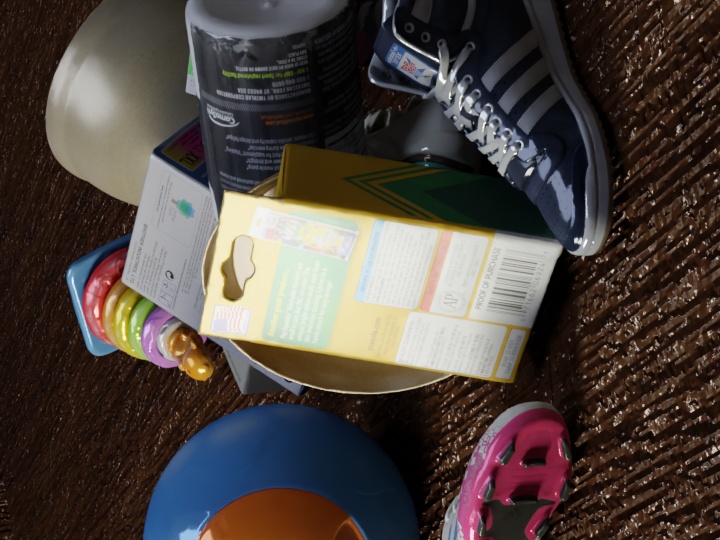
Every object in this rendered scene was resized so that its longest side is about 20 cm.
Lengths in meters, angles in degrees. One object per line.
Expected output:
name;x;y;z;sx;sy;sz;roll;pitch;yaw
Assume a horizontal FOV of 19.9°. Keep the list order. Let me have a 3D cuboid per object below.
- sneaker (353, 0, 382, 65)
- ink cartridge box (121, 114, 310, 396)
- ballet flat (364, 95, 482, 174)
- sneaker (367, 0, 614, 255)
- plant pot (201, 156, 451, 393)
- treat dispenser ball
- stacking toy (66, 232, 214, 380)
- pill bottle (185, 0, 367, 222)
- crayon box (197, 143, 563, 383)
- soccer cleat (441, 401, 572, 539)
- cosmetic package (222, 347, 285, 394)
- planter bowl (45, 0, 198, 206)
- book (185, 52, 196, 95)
sneaker;0.037;-0.226;1.302;0.087;0.080;0.201;-106;28;-54
ink cartridge box;-0.066;-0.003;1.495;0.199;0.076;0.137;33;134;14
ballet flat;0.029;-0.082;1.374;0.200;0.069;0.070;165;98;-66
sneaker;0.070;-0.094;1.170;0.070;0.108;0.201;119;141;-59
plant pot;0.000;0.000;1.287;0.028;0.199;0.201;-88;8;-46
treat dispenser ball;-0.057;0.197;1.476;0.201;0.200;0.202;174;90;-70
stacking toy;-0.192;0.052;1.985;0.200;0.109;0.117;36;145;50
pill bottle;-0.049;-0.086;1.309;0.106;0.106;0.201;-125;25;-53
crayon box;0.010;-0.005;1.227;0.052;0.199;0.126;-88;9;-45
soccer cleat;0.080;0.151;1.273;0.086;0.069;0.201;-122;32;-50
cosmetic package;-0.063;-0.010;1.624;0.104;0.073;0.201;-117;29;-45
planter bowl;-0.134;-0.127;1.654;0.135;0.200;0.201;37;137;27
book;-0.074;-0.236;1.492;0.134;0.048;0.201;-41;-35;-58
